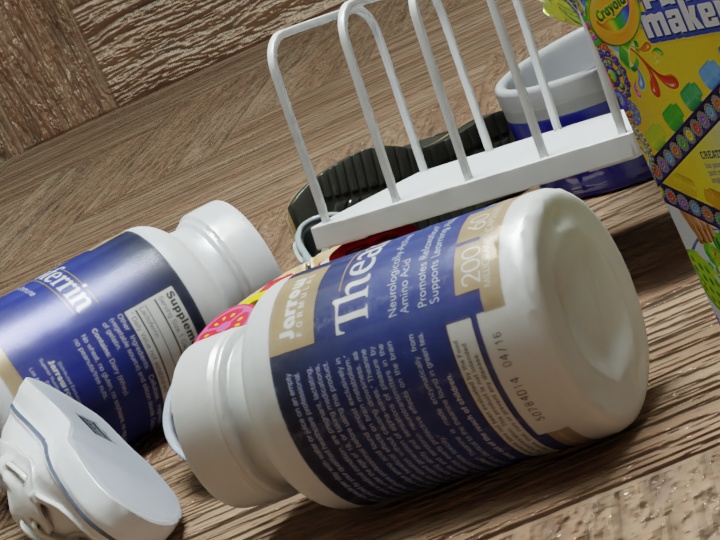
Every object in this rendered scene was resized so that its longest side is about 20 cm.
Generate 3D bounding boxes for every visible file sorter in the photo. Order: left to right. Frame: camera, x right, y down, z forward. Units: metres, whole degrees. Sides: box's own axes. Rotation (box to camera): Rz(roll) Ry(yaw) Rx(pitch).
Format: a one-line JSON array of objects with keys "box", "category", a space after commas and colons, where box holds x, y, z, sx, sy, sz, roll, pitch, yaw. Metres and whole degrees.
[{"box": [0.069, -0.108, 1.217, 0.200, 0.125, 0.139, -16, 6, 31], "category": "file sorter"}]

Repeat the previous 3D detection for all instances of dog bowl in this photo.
[{"box": [0.193, -0.125, 1.452, 0.200, 0.079, 0.200, -24, 11, 5], "category": "dog bowl"}]

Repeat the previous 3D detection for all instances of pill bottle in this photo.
[{"box": [-0.146, 0.044, 1.338, 0.200, 0.116, 0.116, -30, 12, -23], "category": "pill bottle"}, {"box": [0.018, 0.043, 0.994, 0.200, 0.111, 0.111, -19, 13, 29], "category": "pill bottle"}]

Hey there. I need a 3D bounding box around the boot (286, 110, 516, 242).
[{"box": [0.013, -0.045, 1.529, 0.200, 0.078, 0.138, -17, 1, -32], "category": "boot"}]

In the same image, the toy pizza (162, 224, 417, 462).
[{"box": [-0.020, 0.034, 1.186, 0.200, 0.032, 0.200, -22, 28, 12], "category": "toy pizza"}]

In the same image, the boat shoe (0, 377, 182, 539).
[{"box": [-0.150, 0.117, 1.166, 0.065, 0.074, 0.200, -59, 21, 1], "category": "boat shoe"}]

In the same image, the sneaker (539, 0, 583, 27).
[{"box": [0.125, -0.180, 1.316, 0.200, 0.076, 0.076, 21, -43, -39], "category": "sneaker"}]

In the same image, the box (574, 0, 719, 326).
[{"box": [0.225, -0.078, 0.884, 0.200, 0.193, 0.122, -29, 12, -21], "category": "box"}]

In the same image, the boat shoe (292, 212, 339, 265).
[{"box": [0.001, 0.000, 1.322, 0.070, 0.072, 0.201, -27, 13, -13], "category": "boat shoe"}]
